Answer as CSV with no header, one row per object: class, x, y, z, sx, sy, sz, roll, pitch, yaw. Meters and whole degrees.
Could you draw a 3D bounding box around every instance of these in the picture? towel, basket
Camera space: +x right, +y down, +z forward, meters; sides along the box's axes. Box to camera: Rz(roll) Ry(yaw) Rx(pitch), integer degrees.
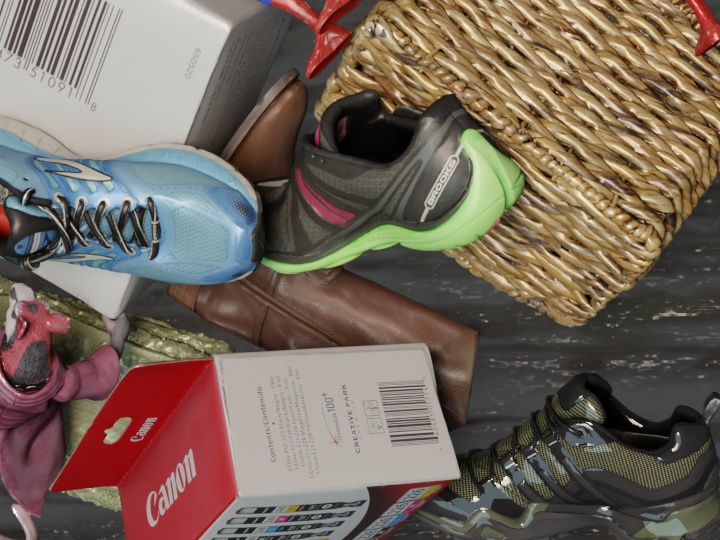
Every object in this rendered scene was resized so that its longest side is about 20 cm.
towel,-0.172,0.092,1.070,0.199,0.036,0.149,16,116,13
basket,0.097,-0.088,0.889,0.200,0.149,0.143,38,151,2

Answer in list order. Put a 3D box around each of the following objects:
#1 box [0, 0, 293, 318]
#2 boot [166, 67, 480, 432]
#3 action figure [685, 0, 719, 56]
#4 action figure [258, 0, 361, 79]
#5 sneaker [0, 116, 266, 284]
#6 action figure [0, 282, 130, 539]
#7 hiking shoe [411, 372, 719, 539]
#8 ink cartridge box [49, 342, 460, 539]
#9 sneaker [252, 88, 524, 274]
box,-0.167,-0.117,0.931,0.198,0.131,0.201,29,118,6
boot,0.000,0.000,0.957,0.200,0.064,0.187,32,128,7
action figure,0.138,-0.206,0.829,0.065,0.052,0.200,-33,87,1
action figure,-0.105,-0.161,0.798,0.200,0.099,0.065,41,154,10
sneaker,-0.146,-0.022,0.838,0.199,0.090,0.079,9,115,14
action figure,-0.217,0.068,0.959,0.133,0.149,0.200,21,156,-12
hiking shoe,0.115,0.105,0.960,0.199,0.076,0.101,0,106,9
ink cartridge box,-0.069,0.122,0.926,0.200,0.175,0.084,129,134,-54
sneaker,-0.001,-0.052,0.840,0.200,0.077,0.084,-11,115,46
